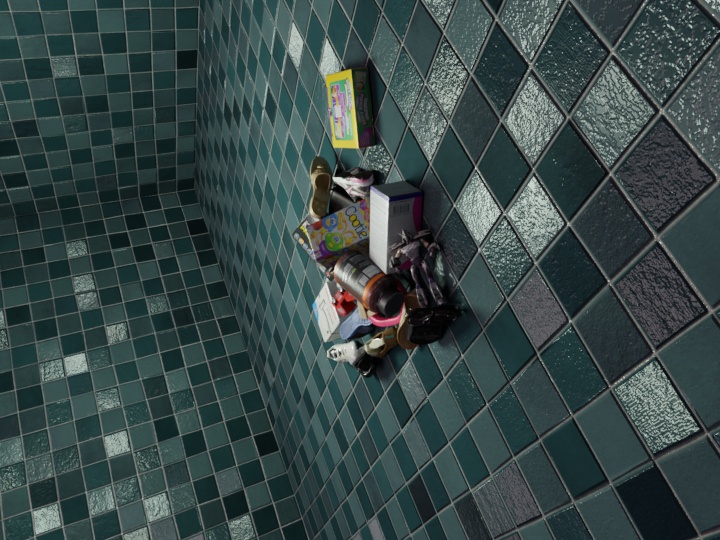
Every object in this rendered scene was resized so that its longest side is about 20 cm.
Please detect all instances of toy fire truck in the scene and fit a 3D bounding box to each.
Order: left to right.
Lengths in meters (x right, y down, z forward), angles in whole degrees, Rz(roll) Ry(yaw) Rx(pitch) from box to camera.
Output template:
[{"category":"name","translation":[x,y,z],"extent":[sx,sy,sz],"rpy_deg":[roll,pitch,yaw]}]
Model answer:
[{"category":"toy fire truck","translation":[-0.002,0.086,1.709],"extent":[0.142,0.048,0.201],"rpy_deg":[51,143,14]}]

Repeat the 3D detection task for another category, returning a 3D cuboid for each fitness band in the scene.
[{"category":"fitness band","translation":[0.069,0.082,1.692],"extent":[0.199,0.037,0.147],"rpy_deg":[-16,94,55]}]

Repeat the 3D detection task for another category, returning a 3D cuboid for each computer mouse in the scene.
[{"category":"computer mouse","translation":[0.162,0.122,1.468],"extent":[0.201,0.135,0.054],"rpy_deg":[98,170,-63]}]

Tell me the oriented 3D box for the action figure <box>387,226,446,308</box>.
[{"category":"action figure","translation":[0.141,-0.011,1.453],"extent":[0.128,0.069,0.204],"rpy_deg":[-23,92,22]}]

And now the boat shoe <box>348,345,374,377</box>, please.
[{"category":"boat shoe","translation":[0.017,0.286,1.873],"extent":[0.071,0.072,0.200],"rpy_deg":[48,176,18]}]

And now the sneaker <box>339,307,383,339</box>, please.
[{"category":"sneaker","translation":[0.019,0.150,1.849],"extent":[0.199,0.077,0.071],"rpy_deg":[-37,64,41]}]

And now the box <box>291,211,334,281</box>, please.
[{"category":"box","translation":[-0.110,-0.084,1.897],"extent":[0.201,0.044,0.160],"rpy_deg":[50,139,-1]}]

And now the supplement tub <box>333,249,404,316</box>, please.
[{"category":"supplement tub","translation":[0.024,0.037,1.570],"extent":[0.199,0.105,0.109],"rpy_deg":[39,137,38]}]

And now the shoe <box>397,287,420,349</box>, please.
[{"category":"shoe","translation":[0.139,0.126,1.586],"extent":[0.068,0.054,0.203],"rpy_deg":[17,131,13]}]

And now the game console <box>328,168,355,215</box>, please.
[{"category":"game console","translation":[-0.048,-0.181,1.892],"extent":[0.174,0.116,0.203],"rpy_deg":[30,136,20]}]

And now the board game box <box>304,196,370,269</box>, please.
[{"category":"board game box","translation":[-0.033,-0.099,1.648],"extent":[0.105,0.196,0.105],"rpy_deg":[39,-152,-70]}]

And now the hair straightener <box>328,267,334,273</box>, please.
[{"category":"hair straightener","translation":[-0.063,-0.059,1.809],"extent":[0.076,0.041,0.202],"rpy_deg":[36,137,14]}]

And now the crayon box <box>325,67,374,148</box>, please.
[{"category":"crayon box","translation":[-0.029,-0.444,1.677],"extent":[0.172,0.057,0.205],"rpy_deg":[22,121,61]}]

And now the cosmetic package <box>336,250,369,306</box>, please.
[{"category":"cosmetic package","translation":[0.000,0.000,1.783],"extent":[0.104,0.086,0.202],"rpy_deg":[57,148,33]}]

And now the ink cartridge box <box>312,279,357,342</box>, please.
[{"category":"ink cartridge box","translation":[-0.083,0.133,2.037],"extent":[0.149,0.083,0.201],"rpy_deg":[69,155,20]}]

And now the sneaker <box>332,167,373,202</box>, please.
[{"category":"sneaker","translation":[-0.018,-0.236,1.733],"extent":[0.200,0.079,0.088],"rpy_deg":[-146,38,-65]}]

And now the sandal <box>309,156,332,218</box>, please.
[{"category":"sandal","translation":[-0.110,-0.266,1.833],"extent":[0.070,0.076,0.217],"rpy_deg":[141,137,-57]}]

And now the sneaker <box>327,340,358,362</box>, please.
[{"category":"sneaker","translation":[-0.056,0.281,2.063],"extent":[0.199,0.071,0.074],"rpy_deg":[-27,75,64]}]

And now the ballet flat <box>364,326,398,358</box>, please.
[{"category":"ballet flat","translation":[0.054,0.218,1.784],"extent":[0.200,0.071,0.069],"rpy_deg":[-44,61,63]}]

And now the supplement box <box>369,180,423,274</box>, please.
[{"category":"supplement box","translation":[0.087,-0.109,1.522],"extent":[0.103,0.099,0.204],"rpy_deg":[41,137,54]}]
